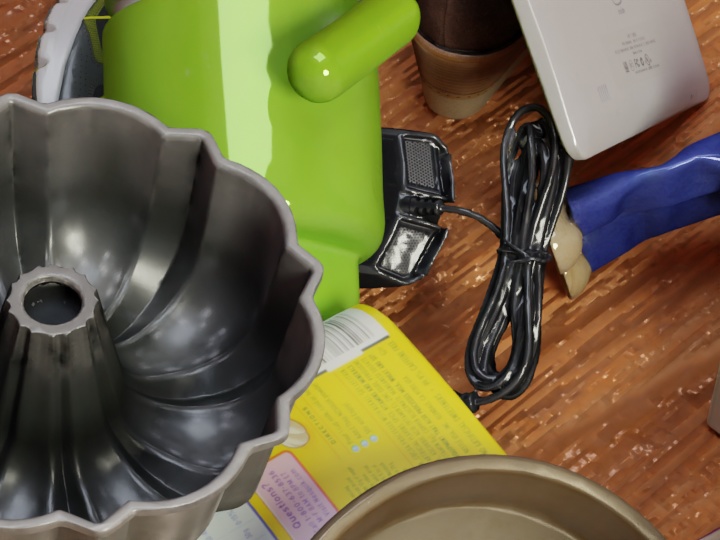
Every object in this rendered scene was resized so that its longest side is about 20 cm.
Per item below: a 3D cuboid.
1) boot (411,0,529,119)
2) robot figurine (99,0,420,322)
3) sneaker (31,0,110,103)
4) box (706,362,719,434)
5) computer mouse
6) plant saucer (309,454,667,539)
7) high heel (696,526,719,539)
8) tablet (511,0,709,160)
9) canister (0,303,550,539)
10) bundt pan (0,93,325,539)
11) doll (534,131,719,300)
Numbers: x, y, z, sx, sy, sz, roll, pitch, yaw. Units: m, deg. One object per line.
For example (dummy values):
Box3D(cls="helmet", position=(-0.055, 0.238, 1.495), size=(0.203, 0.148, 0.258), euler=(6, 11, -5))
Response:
Box3D(cls="boot", position=(0.082, -0.182, 1.373), size=(0.072, 0.167, 0.200), euler=(20, 52, 13))
Box3D(cls="robot figurine", position=(-0.049, -0.068, 1.237), size=(0.115, 0.175, 0.201), euler=(12, 69, -45))
Box3D(cls="sneaker", position=(-0.093, -0.108, 1.359), size=(0.084, 0.075, 0.200), euler=(14, 51, 7))
Box3D(cls="box", position=(0.263, 0.062, 1.228), size=(0.124, 0.098, 0.200), euler=(-36, 61, -28))
Box3D(cls="computer mouse", position=(0.000, 0.000, 1.290), size=(0.199, 0.046, 0.141), euler=(1, 79, 24))
Box3D(cls="plant saucer", position=(0.046, 0.169, 1.088), size=(0.199, 0.029, 0.201), euler=(4, 80, -22))
Box3D(cls="high heel", position=(0.133, 0.096, 1.157), size=(0.096, 0.067, 0.200), euler=(30, 89, 11))
Box3D(cls="tablet", position=(0.107, -0.125, 1.313), size=(0.014, 0.131, 0.200), euler=(-19, 3, 24))
Box3D(cls="canister", position=(-0.044, 0.113, 1.142), size=(0.200, 0.087, 0.149), euler=(-28, 60, -23))
Box3D(cls="bundt pan", position=(-0.114, 0.034, 1.094), size=(0.201, 0.076, 0.202), euler=(3, 51, -4))
Box3D(cls="doll", position=(0.177, -0.045, 1.296), size=(0.199, 0.136, 0.049), euler=(-19, 71, 4))
